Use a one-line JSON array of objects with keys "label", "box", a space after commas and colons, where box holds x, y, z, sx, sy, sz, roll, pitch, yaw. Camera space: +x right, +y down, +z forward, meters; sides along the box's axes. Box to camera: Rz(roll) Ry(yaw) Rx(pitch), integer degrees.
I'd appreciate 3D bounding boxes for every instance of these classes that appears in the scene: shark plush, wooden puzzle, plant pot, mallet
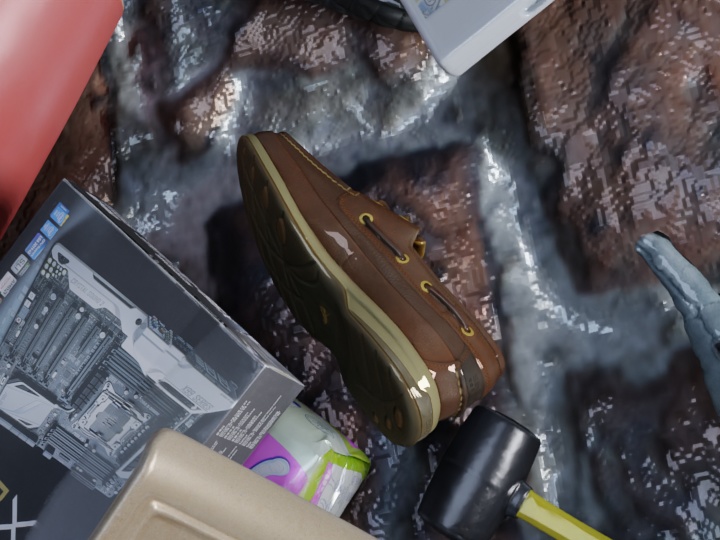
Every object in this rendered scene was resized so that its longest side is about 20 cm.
[{"label": "shark plush", "box": [0.194, 0.060, 0.692, 0.090, 0.083, 0.201, -24, 69, 14]}, {"label": "wooden puzzle", "box": [-0.082, 0.190, 0.723, 0.037, 0.185, 0.201, 27, 85, 52]}, {"label": "plant pot", "box": [-0.238, -0.123, 0.859, 0.200, 0.201, 0.178, 33, 79, 25]}, {"label": "mallet", "box": [0.115, 0.144, 0.729, 0.199, 0.041, 0.066, 37, 88, 21]}]

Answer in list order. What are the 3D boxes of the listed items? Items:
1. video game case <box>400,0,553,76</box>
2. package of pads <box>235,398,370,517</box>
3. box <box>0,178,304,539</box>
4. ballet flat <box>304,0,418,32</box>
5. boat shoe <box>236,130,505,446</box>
[{"label": "video game case", "box": [0.070, -0.227, 0.781, 0.182, 0.023, 0.201, -37, 60, 18]}, {"label": "package of pads", "box": [-0.105, 0.135, 0.798, 0.154, 0.068, 0.201, 35, 91, 26]}, {"label": "box", "box": [-0.148, 0.082, 0.765, 0.158, 0.050, 0.200, 40, 92, 27]}, {"label": "ballet flat", "box": [-0.021, -0.169, 0.864, 0.199, 0.057, 0.067, 21, 56, 20]}, {"label": "boat shoe", "box": [0.000, 0.000, 0.800, 0.067, 0.072, 0.201, -23, 56, -21]}]
